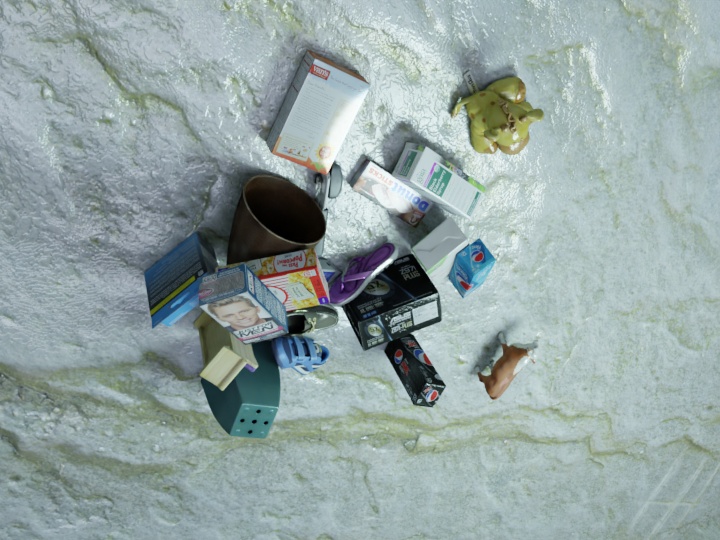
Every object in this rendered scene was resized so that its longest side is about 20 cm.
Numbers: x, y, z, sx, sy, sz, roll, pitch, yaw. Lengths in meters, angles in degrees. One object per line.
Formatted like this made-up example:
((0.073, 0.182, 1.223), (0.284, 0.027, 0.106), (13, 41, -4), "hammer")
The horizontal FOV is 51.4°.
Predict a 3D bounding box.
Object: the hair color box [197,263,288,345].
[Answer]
((-0.216, 0.068, 1.400), (0.097, 0.062, 0.201), (-16, 150, 10), "hair color box")

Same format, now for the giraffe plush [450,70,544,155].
((0.300, -0.311, 1.551), (0.198, 0.163, 0.173), (34, 105, -36), "giraffe plush")

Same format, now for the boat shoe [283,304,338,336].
((-0.137, 0.117, 1.706), (0.196, 0.061, 0.074), (1, 121, -24), "boat shoe")

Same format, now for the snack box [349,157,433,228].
((0.069, -0.167, 1.634), (0.197, 0.024, 0.073), (28, 106, -34), "snack box")

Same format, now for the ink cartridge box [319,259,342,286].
((-0.111, 0.023, 1.630), (0.100, 0.039, 0.199), (-48, 165, 10), "ink cartridge box")

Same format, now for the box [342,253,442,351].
((0.065, 0.069, 1.697), (0.195, 0.165, 0.088), (-19, 128, -9), "box")

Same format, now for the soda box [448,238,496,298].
((0.254, -0.002, 1.723), (0.067, 0.065, 0.201), (-34, 166, -9), "soda box")

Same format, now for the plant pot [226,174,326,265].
((-0.193, -0.053, 1.517), (0.183, 0.190, 0.201), (14, 130, -29), "plant pot")

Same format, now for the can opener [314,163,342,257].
((-0.077, -0.124, 1.581), (0.065, 0.053, 0.205), (0, 121, -23), "can opener")

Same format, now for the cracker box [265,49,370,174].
((-0.084, -0.305, 1.459), (0.131, 0.058, 0.203), (17, 114, -31), "cracker box")

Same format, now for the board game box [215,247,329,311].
((-0.168, 0.029, 1.461), (0.194, 0.047, 0.152), (-11, 151, 3), "board game box")

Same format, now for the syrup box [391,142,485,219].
((0.170, -0.192, 1.615), (0.197, 0.081, 0.080), (27, 89, -35), "syrup box")

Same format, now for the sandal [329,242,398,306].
((-0.004, -0.003, 1.675), (0.202, 0.082, 0.050), (-42, 128, -13), "sandal")

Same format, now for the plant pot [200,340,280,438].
((-0.257, 0.267, 1.664), (0.138, 0.201, 0.144), (12, 117, -28), "plant pot")

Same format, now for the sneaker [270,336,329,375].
((-0.137, 0.184, 1.703), (0.081, 0.076, 0.199), (-22, 161, 17), "sneaker")

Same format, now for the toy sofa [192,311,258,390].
((-0.288, 0.160, 1.582), (0.083, 0.201, 0.097), (-45, 122, 11), "toy sofa")

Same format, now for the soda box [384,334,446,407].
((0.129, 0.236, 1.808), (0.062, 0.201, 0.072), (14, 117, -31), "soda box")

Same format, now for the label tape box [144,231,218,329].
((-0.346, 0.033, 1.474), (0.143, 0.201, 0.064), (-37, 127, 5), "label tape box")

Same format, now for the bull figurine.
((0.386, 0.242, 1.972), (0.064, 0.122, 0.202), (25, 110, -34), "bull figurine")

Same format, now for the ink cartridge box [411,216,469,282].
((0.188, -0.042, 1.704), (0.116, 0.068, 0.200), (-38, 166, 4), "ink cartridge box")
